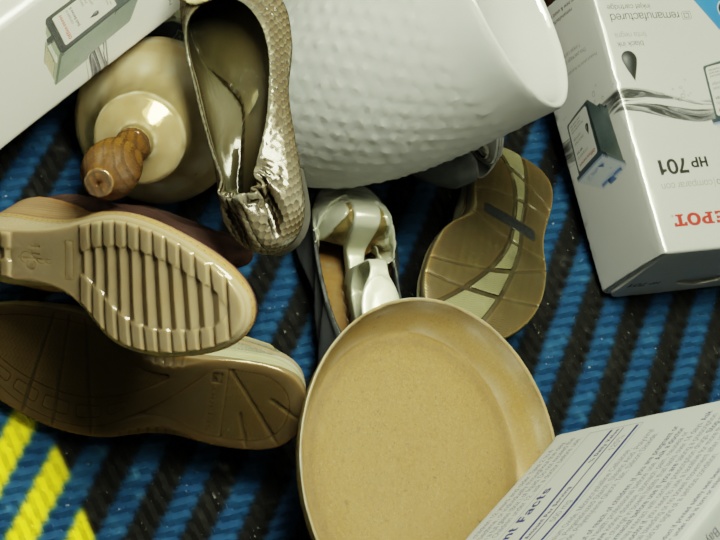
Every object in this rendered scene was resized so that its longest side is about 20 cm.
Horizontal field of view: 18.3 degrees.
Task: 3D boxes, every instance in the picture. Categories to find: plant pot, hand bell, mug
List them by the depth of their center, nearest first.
[{"bbox_3d":[-0.133,-0.068,1.279,0.104,0.104,0.200,30,15,-3],"label":"hand bell"},{"bbox_3d":[0.036,0.117,1.300,0.200,0.027,0.201,11,72,-37],"label":"plant pot"},{"bbox_3d":[0.017,-0.143,1.374,0.148,0.175,0.200,54,24,-26],"label":"mug"}]

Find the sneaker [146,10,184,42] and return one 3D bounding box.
[{"bbox_3d":[-0.106,-0.196,1.449,0.067,0.090,0.201,17,52,-12],"label":"sneaker"}]

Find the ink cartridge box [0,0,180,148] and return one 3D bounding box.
[{"bbox_3d":[-0.202,-0.183,1.345,0.145,0.084,0.200,31,59,33],"label":"ink cartridge box"}]

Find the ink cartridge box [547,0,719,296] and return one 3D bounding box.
[{"bbox_3d":[0.216,-0.095,1.508,0.146,0.086,0.200,-6,72,-28],"label":"ink cartridge box"}]

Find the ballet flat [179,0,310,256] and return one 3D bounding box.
[{"bbox_3d":[-0.072,-0.103,1.290,0.046,0.067,0.201,18,57,-55],"label":"ballet flat"}]

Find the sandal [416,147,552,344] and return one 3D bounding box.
[{"bbox_3d":[0.077,-0.009,1.437,0.080,0.054,0.200,32,36,-9],"label":"sandal"}]

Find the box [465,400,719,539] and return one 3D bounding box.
[{"bbox_3d":[0.153,0.171,1.235,0.184,0.200,0.105,-43,107,-38],"label":"box"}]

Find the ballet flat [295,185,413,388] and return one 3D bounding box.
[{"bbox_3d":[0.000,0.000,1.379,0.073,0.073,0.200,6,55,-21],"label":"ballet flat"}]

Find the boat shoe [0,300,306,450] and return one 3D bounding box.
[{"bbox_3d":[-0.129,0.055,1.290,0.199,0.072,0.065,10,17,-5],"label":"boat shoe"}]

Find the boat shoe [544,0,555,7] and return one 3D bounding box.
[{"bbox_3d":[0.117,-0.229,1.558,0.200,0.068,0.072,39,16,-18],"label":"boat shoe"}]

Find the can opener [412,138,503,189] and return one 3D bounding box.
[{"bbox_3d":[0.015,-0.128,1.458,0.067,0.053,0.200,-27,57,-35],"label":"can opener"}]

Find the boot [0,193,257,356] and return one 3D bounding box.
[{"bbox_3d":[-0.105,-0.008,1.258,0.200,0.073,0.166,14,14,30],"label":"boot"}]
